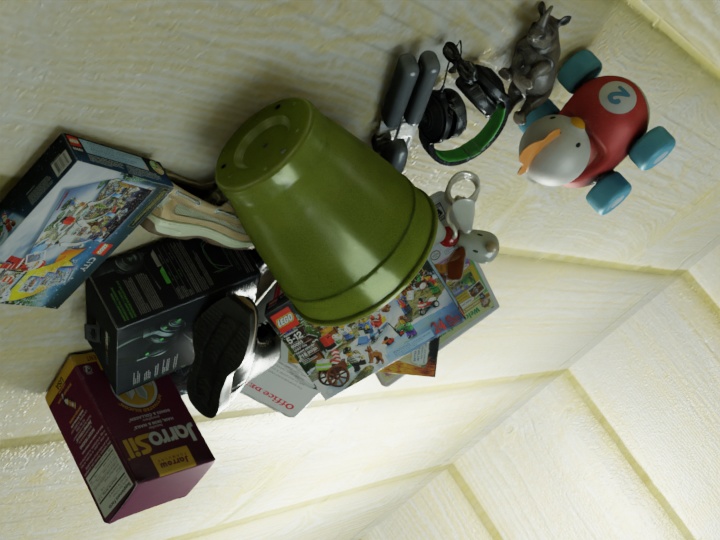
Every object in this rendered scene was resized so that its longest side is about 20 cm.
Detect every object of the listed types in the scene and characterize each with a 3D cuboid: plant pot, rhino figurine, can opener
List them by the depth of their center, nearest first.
[{"bbox_3d":[-0.051,-0.075,1.058,0.200,0.201,0.193,-38,127,8],"label":"plant pot"},{"bbox_3d":[0.056,-0.183,1.179,0.052,0.067,0.200,-12,153,-17],"label":"can opener"},{"bbox_3d":[0.220,-0.266,1.241,0.087,0.060,0.200,-47,162,-21],"label":"rhino figurine"}]

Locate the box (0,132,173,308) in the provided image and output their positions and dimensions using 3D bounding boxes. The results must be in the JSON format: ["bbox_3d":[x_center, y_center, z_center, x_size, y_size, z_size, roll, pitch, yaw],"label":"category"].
[{"bbox_3d":[-0.301,-0.042,0.980,0.200,0.038,0.136,-42,157,18],"label":"box"}]

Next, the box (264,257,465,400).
[{"bbox_3d":[0.005,0.050,1.168,0.200,0.137,0.038,-31,-161,10],"label":"box"}]

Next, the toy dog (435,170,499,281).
[{"bbox_3d":[0.097,-0.052,1.226,0.199,0.133,0.096,-10,-171,-23],"label":"toy dog"}]

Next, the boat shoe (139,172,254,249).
[{"bbox_3d":[-0.159,-0.073,1.105,0.200,0.072,0.076,2,127,-55],"label":"boat shoe"}]

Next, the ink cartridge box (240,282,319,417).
[{"bbox_3d":[-0.098,0.105,1.436,0.145,0.084,0.200,31,122,-20],"label":"ink cartridge box"}]

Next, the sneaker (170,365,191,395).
[{"bbox_3d":[-0.239,0.129,1.403,0.200,0.082,0.073,-24,174,28],"label":"sneaker"}]

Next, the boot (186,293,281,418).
[{"bbox_3d":[-0.138,0.078,1.210,0.138,0.077,0.200,-35,162,-44],"label":"boot"}]

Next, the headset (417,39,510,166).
[{"bbox_3d":[0.131,-0.200,1.208,0.123,0.094,0.200,-32,144,-6],"label":"headset"}]

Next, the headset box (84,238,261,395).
[{"bbox_3d":[-0.238,0.048,1.199,0.199,0.093,0.174,-23,156,-25],"label":"headset box"}]

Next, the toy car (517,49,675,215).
[{"bbox_3d":[0.285,-0.178,1.320,0.200,0.185,0.177,-18,154,-50],"label":"toy car"}]

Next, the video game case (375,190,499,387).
[{"bbox_3d":[0.068,0.023,1.283,0.200,0.183,0.022,-33,-165,-19],"label":"video game case"}]

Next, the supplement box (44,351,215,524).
[{"bbox_3d":[-0.304,0.207,1.286,0.131,0.200,0.103,-9,147,-48],"label":"supplement box"}]

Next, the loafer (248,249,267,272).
[{"bbox_3d":[-0.080,-0.063,1.220,0.070,0.068,0.201,22,118,-44],"label":"loafer"}]

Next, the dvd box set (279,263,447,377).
[{"bbox_3d":[0.002,0.054,1.216,0.029,0.199,0.147,-78,174,-68],"label":"dvd box set"}]
